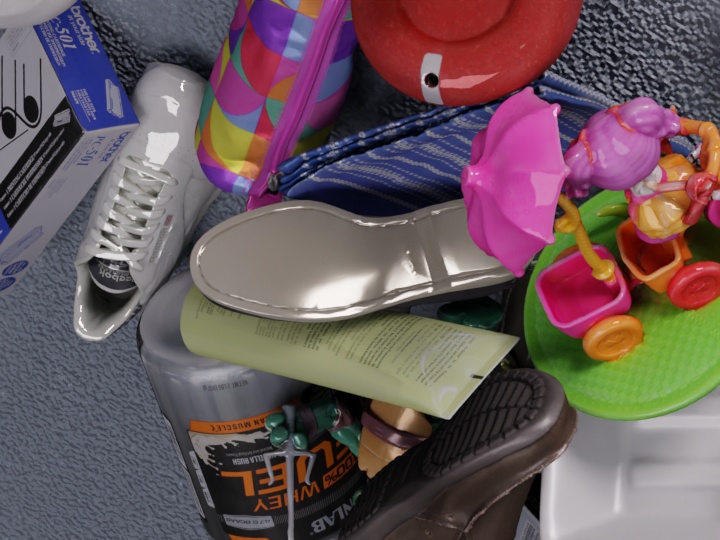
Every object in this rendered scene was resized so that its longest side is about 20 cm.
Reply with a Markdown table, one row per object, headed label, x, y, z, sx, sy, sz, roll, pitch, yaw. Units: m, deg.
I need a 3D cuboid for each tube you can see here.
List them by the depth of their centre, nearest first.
| label | x | y | z | sx | sy | sz | roll | pitch | yaw |
| --- | --- | --- | --- | --- | --- | --- | --- | --- | --- |
| tube | -0.012 | 0.044 | 1.718 | 0.200 | 0.058 | 0.052 | 11 | 173 | 33 |

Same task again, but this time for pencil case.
| label | x | y | z | sx | sy | sz | roll | pitch | yaw |
| --- | --- | --- | --- | --- | --- | --- | --- | --- | --- |
| pencil case | -0.037 | -0.124 | 1.702 | 0.088 | 0.088 | 0.200 | 26 | 136 | 7 |

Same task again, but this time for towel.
| label | x | y | z | sx | sy | sz | roll | pitch | yaw |
| --- | --- | --- | --- | --- | --- | --- | --- | --- | --- |
| towel | 0.069 | -0.058 | 1.688 | 0.200 | 0.024 | 0.145 | -17 | 155 | 38 |

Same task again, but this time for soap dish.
| label | x | y | z | sx | sy | sz | roll | pitch | yaw |
| --- | --- | --- | --- | --- | --- | --- | --- | --- | --- |
| soap dish | 0.183 | 0.078 | 1.692 | 0.157 | 0.200 | 0.081 | -3 | 167 | 29 |

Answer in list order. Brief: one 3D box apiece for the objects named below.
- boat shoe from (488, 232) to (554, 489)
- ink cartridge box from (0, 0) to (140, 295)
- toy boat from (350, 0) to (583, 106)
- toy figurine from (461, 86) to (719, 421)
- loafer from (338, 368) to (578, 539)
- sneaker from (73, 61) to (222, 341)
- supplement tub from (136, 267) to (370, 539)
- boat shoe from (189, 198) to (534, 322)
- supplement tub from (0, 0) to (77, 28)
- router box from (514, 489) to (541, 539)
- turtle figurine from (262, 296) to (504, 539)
| label | x | y | z | sx | sy | sz | roll | pitch | yaw |
| --- | --- | --- | --- | --- | --- | --- | --- | --- | --- |
| boat shoe | 0.112 | 0.068 | 1.802 | 0.072 | 0.060 | 0.202 | 12 | 133 | 20 |
| ink cartridge box | -0.211 | -0.072 | 1.844 | 0.200 | 0.044 | 0.094 | -47 | 63 | 46 |
| toy boat | 0.044 | -0.181 | 1.539 | 0.130 | 0.131 | 0.200 | 10 | 111 | 24 |
| toy figurine | 0.138 | -0.035 | 1.587 | 0.200 | 0.150 | 0.184 | -31 | 144 | 14 |
| loafer | 0.067 | 0.119 | 1.685 | 0.071 | 0.073 | 0.200 | 37 | 142 | -12 |
| sneaker | -0.131 | -0.040 | 1.832 | 0.076 | 0.081 | 0.200 | 26 | 134 | 9 |
| supplement tub | -0.057 | 0.098 | 1.880 | 0.122 | 0.123 | 0.200 | 2 | 129 | 28 |
| boat shoe | 0.000 | 0.000 | 1.713 | 0.200 | 0.073 | 0.063 | -6 | 161 | -11 |
| supplement tub | -0.166 | -0.235 | 1.592 | 0.140 | 0.200 | 0.140 | 16 | 134 | 17 |
| router box | 0.134 | 0.225 | 1.823 | 0.052 | 0.157 | 0.200 | 46 | 126 | 45 |
| turtle figurine | 0.020 | 0.098 | 1.793 | 0.150 | 0.101 | 0.200 | 16 | 113 | 8 |
